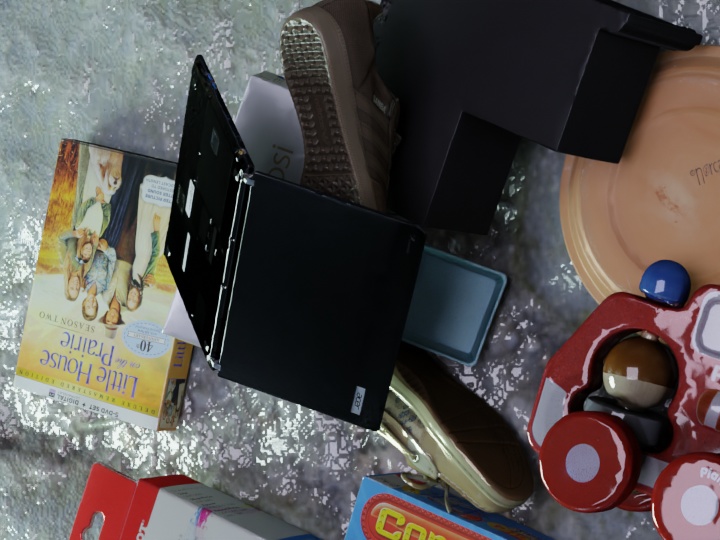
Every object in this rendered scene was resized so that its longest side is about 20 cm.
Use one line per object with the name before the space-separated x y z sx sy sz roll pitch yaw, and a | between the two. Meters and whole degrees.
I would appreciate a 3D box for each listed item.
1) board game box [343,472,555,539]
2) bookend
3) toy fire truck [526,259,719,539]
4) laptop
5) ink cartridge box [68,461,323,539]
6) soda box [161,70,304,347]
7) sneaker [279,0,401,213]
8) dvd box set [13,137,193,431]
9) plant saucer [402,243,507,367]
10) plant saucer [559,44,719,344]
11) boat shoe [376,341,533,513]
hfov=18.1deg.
board game box | 0.066 0.266 1.557 0.199 0.056 0.197 21 99 30
bookend | 0.095 -0.102 1.515 0.200 0.092 0.200 26 103 38
toy fire truck | 0.212 0.087 1.448 0.199 0.112 0.169 20 94 29
laptop | -0.051 -0.018 1.516 0.200 0.103 0.178 -117 30 -45
ink cartridge box | -0.116 0.224 1.653 0.199 0.067 0.117 23 99 25
soda box | -0.077 -0.039 1.638 0.068 0.064 0.201 20 100 2
sneaker | 0.001 -0.082 1.492 0.070 0.075 0.201 15 120 44
dvd box set | -0.186 0.009 1.730 0.146 0.029 0.201 15 95 30
plant saucer | 0.000 0.000 1.587 0.199 0.019 0.070 21 95 7
plant saucer | 0.221 -0.049 1.493 0.199 0.032 0.201 -1 87 30
boat shoe | 0.043 0.107 1.574 0.200 0.073 0.063 47 117 35
